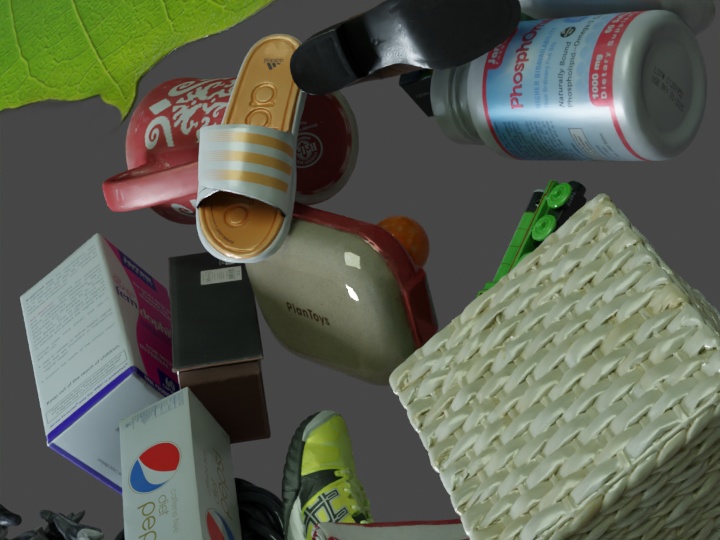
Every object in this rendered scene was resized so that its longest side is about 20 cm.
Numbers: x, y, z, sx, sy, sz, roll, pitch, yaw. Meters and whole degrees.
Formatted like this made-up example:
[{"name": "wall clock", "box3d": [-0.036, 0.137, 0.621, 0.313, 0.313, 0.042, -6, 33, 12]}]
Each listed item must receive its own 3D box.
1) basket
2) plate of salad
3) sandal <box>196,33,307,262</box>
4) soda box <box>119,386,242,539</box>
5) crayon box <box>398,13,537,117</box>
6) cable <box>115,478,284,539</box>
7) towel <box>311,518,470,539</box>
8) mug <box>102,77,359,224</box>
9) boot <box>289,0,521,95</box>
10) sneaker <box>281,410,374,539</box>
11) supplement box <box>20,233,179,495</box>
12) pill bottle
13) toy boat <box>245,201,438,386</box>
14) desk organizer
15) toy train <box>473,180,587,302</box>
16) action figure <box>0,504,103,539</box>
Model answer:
[{"name": "basket", "box3d": [0.150, 0.099, 0.930, 0.200, 0.161, 0.199, -41, 40, 11]}, {"name": "plate of salad", "box3d": [0.171, -0.224, 1.142, 0.199, 0.200, 0.048, 8, 76, 45]}, {"name": "sandal", "box3d": [-0.088, -0.106, 1.169, 0.079, 0.059, 0.208, 0, 64, 15]}, {"name": "soda box", "box3d": [-0.128, 0.183, 1.099, 0.063, 0.068, 0.201, -26, 39, 11]}, {"name": "crayon box", "box3d": [0.111, -0.241, 1.328, 0.125, 0.052, 0.201, -14, 50, 34]}, {"name": "cable", "box3d": [-0.120, 0.231, 1.141, 0.163, 0.051, 0.201, -27, 42, 23]}, {"name": "towel", "box3d": [0.065, 0.219, 0.934, 0.200, 0.143, 0.023, 54, 133, 50]}, {"name": "mug", "box3d": [-0.111, -0.091, 1.316, 0.200, 0.133, 0.178, 1, 53, 54]}, {"name": "boot", "box3d": [0.054, -0.196, 1.216, 0.188, 0.069, 0.200, -23, 9, 22]}, {"name": "sneaker", "box3d": [-0.011, 0.193, 1.079, 0.076, 0.075, 0.201, -14, 58, 20]}, {"name": "supplement box", "box3d": [-0.218, 0.079, 1.327, 0.103, 0.101, 0.200, -39, 40, 10]}, {"name": "pill bottle", "box3d": [0.154, -0.138, 1.159, 0.199, 0.109, 0.109, 3, 61, 44]}, {"name": "toy boat", "box3d": [0.000, 0.000, 1.200, 0.130, 0.131, 0.199, -32, 31, -31]}, {"name": "desk organizer", "box3d": [-0.119, 0.061, 1.268, 0.071, 0.077, 0.200, -8, 27, -4]}, {"name": "toy train", "box3d": [0.114, 0.020, 1.124, 0.056, 0.042, 0.201, 0, 58, 55]}, {"name": "action figure", "box3d": [-0.265, 0.230, 1.181, 0.102, 0.200, 0.119, 30, 80, 38]}]
